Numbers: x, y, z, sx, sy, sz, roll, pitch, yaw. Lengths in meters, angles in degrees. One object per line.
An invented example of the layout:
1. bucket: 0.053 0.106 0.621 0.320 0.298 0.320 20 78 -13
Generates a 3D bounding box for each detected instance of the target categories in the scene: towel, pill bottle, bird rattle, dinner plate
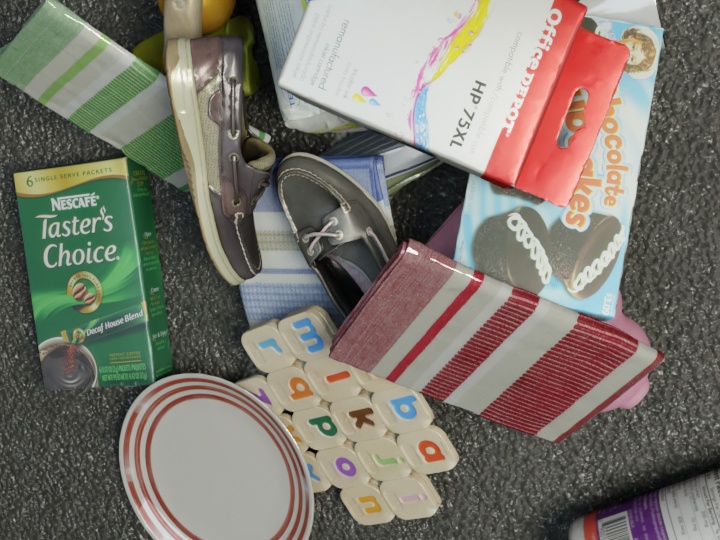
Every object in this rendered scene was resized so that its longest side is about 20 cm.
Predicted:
1. towel: -0.183 -0.133 0.860 0.198 0.152 0.024 32 65 -26
2. pill bottle: 0.266 0.210 0.810 0.197 0.111 0.113 -24 89 19
3. bird rattle: -0.117 -0.229 0.862 0.111 0.164 0.203 17 111 -4
4. towel: 0.090 0.054 0.761 0.197 0.023 0.144 22 142 -12
5. dinner plate: -0.127 0.183 0.962 0.196 0.024 0.204 7 110 20
6. towel: -0.034 -0.001 0.888 0.144 0.024 0.203 -1 119 17

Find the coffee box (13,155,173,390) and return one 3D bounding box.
1. coffee box: -0.241 0.003 0.979 0.121 0.044 0.204 -4 95 18

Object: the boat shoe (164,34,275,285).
1. boat shoe: -0.094 -0.079 0.806 0.063 0.072 0.203 -9 121 3

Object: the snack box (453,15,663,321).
1. snack box: 0.135 -0.076 0.751 0.114 0.037 0.204 10 84 6

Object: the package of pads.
1. package of pads: -0.026 -0.180 0.808 0.067 0.200 0.158 -12 93 11

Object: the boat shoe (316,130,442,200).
1. boat shoe: -0.005 -0.069 0.894 0.197 0.072 0.063 -21 115 22

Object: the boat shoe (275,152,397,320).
1. boat shoe: 0.000 0.000 0.830 0.066 0.057 0.201 -28 108 29

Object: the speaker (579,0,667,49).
1. speaker: 0.126 -0.181 0.825 0.196 0.081 0.083 -12 93 19

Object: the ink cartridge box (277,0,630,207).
1. ink cartridge box: 0.062 -0.127 0.672 0.197 0.067 0.118 23 95 3

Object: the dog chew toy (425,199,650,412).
1. dog chew toy: 0.141 0.027 0.827 0.200 0.125 0.125 44 107 0

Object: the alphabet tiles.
1. alphabet tiles: -0.016 0.123 0.890 0.194 0.015 0.202 -20 106 43
